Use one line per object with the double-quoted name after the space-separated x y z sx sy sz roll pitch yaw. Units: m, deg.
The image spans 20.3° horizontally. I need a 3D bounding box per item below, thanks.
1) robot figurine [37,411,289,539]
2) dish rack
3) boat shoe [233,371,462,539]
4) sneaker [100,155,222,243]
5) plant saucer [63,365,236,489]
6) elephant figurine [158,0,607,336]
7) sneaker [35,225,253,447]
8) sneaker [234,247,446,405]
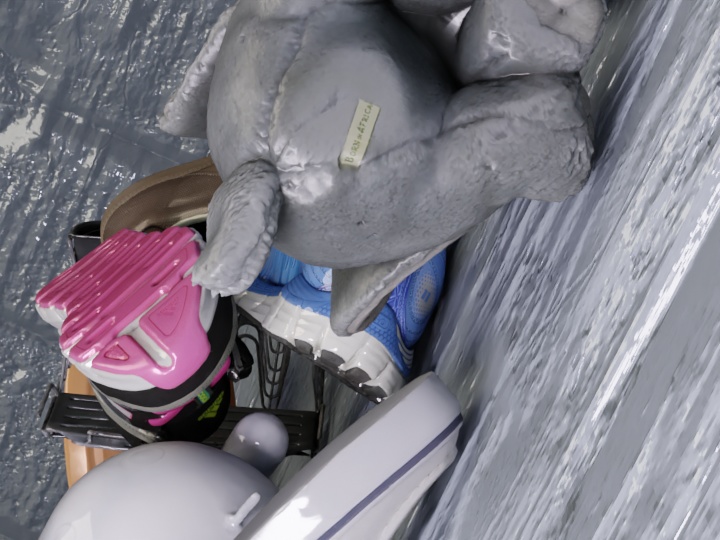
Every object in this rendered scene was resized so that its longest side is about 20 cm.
-0.083 0.136 0.835 0.171 0.112 0.200 -62 4 -21 "robot figurine"
-0.084 0.036 1.022 0.200 0.152 0.055 -87 0 -69 "dish rack"
-0.027 0.123 0.657 0.200 0.066 0.072 -47 1 -9 "boat shoe"
-0.034 -0.036 0.983 0.199 0.071 0.076 -30 39 9 "sneaker"
-0.115 0.094 1.171 0.200 0.037 0.202 -5 -90 -74 "plant saucer"
0.005 -0.049 0.702 0.200 0.154 0.143 136 131 -75 "elephant figurine"
-0.080 0.035 0.846 0.074 0.088 0.200 -41 15 -11 "sneaker"
0.000 0.000 0.854 0.090 0.078 0.200 -57 13 -3 "sneaker"
